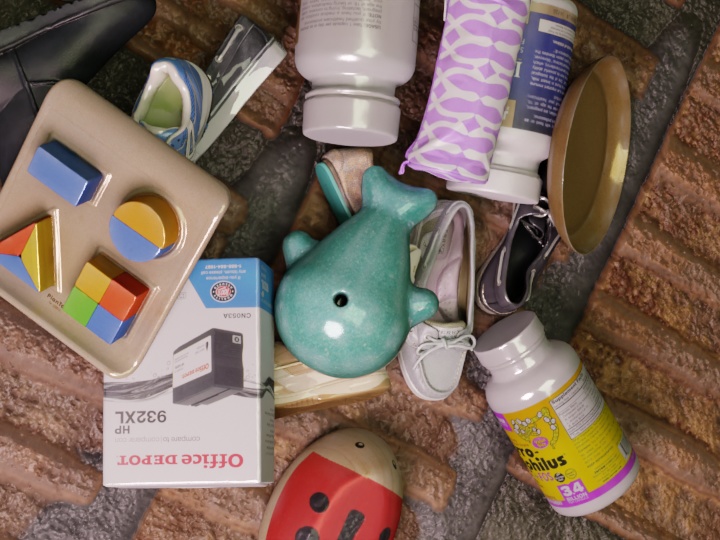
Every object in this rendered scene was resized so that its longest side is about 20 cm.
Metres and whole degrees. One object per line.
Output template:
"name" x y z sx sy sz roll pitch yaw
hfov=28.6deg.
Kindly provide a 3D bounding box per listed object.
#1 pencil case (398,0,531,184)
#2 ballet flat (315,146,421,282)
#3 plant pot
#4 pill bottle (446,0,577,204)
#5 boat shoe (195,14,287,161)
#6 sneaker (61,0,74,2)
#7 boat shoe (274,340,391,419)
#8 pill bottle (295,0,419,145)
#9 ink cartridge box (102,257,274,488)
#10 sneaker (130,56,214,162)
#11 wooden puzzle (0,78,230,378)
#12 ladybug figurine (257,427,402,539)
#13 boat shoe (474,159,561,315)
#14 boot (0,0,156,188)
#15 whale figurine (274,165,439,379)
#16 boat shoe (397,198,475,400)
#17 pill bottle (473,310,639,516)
"pencil case" 0.099 -0.179 1.311 0.085 0.084 0.201 12 90 -6
"ballet flat" 0.021 -0.029 1.389 0.067 0.068 0.201 -23 101 -20
"plant pot" 0.229 -0.117 1.426 0.200 0.027 0.201 -32 127 -55
"pill bottle" 0.145 -0.172 1.401 0.115 0.116 0.201 9 89 -20
"boat shoe" -0.154 -0.152 1.315 0.068 0.072 0.200 41 82 -11
"sneaker" -0.191 -0.310 1.267 0.200 0.121 0.084 -38 104 -14
"boat shoe" -0.073 0.102 1.363 0.199 0.074 0.070 -8 75 -13
"pill bottle" -0.003 -0.224 1.328 0.114 0.114 0.202 6 85 -20
"ink cartridge box" -0.154 0.095 1.277 0.144 0.084 0.202 -1 82 4
"sneaker" -0.182 -0.093 1.238 0.075 0.077 0.201 6 83 9
"wooden puzzle" -0.231 -0.032 1.204 0.185 0.046 0.201 35 109 8
"ladybug figurine" -0.025 0.252 1.381 0.135 0.072 0.201 27 84 -20
"boat shoe" 0.185 -0.044 1.449 0.072 0.063 0.201 31 81 -16
"boot" -0.249 -0.152 1.275 0.199 0.076 0.169 -24 97 -11
"whale figurine" 0.000 0.000 1.301 0.158 0.104 0.201 26 84 6
"boat shoe" 0.081 0.030 1.413 0.074 0.065 0.203 7 90 -20
"pill bottle" 0.195 0.143 1.440 0.104 0.104 0.201 -36 103 -15
